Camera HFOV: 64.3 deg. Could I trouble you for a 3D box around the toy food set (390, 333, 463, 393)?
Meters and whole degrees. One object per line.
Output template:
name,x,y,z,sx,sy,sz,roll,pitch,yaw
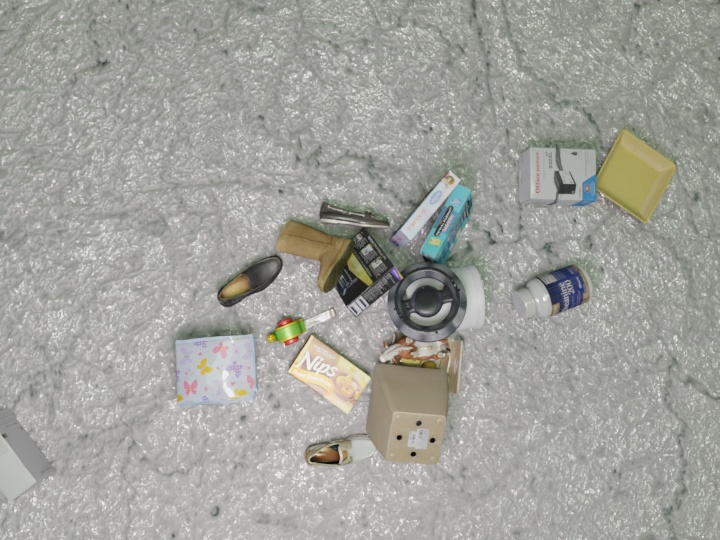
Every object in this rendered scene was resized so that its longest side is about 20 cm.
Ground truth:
toy food set,0.176,0.253,1.554,0.195,0.060,0.147,6,86,-6

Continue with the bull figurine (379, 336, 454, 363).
bull figurine,0.147,0.203,1.484,0.195,0.121,0.067,-4,81,-13

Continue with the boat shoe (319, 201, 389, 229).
boat shoe,-0.015,-0.149,1.556,0.195,0.067,0.059,6,90,-2

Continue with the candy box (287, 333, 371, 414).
candy box,-0.083,0.274,1.525,0.198,0.055,0.117,36,83,-2

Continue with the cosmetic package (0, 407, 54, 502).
cosmetic package,-0.857,0.448,1.399,0.081,0.113,0.201,-39,93,-7

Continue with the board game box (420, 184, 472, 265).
board game box,0.234,-0.110,1.537,0.046,0.151,0.203,26,82,18

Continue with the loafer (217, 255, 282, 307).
loafer,-0.289,0.029,1.510,0.199,0.072,0.073,-38,90,-8

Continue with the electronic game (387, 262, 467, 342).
electronic game,0.164,0.076,1.411,0.195,0.042,0.205,-3,70,7

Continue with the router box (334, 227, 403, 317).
router box,0.000,0.000,1.477,0.156,0.201,0.052,-39,130,4

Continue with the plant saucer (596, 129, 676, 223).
plant saucer,0.784,-0.269,1.663,0.198,0.048,0.202,32,84,-3

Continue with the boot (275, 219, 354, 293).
boot,-0.133,-0.038,1.480,0.196,0.067,0.177,17,53,21

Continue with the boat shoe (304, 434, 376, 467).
boat shoe,-0.048,0.483,1.509,0.195,0.068,0.077,-10,88,-7

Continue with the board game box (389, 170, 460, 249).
board game box,0.164,-0.154,1.509,0.041,0.200,0.201,40,82,-1

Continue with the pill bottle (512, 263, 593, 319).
pill bottle,0.527,0.064,1.580,0.196,0.111,0.113,-19,88,-7

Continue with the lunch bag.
lunch bag,-0.360,0.253,1.463,0.195,0.127,0.174,-6,85,3

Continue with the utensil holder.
utensil holder,0.211,0.082,1.516,0.195,0.170,0.174,-8,87,-5

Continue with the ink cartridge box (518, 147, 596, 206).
ink cartridge box,0.555,-0.264,1.618,0.195,0.084,0.149,1,87,-6

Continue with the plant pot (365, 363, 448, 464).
plant pot,0.126,0.376,1.452,0.195,0.177,0.205,7,107,-5

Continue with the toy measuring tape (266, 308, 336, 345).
toy measuring tape,-0.157,0.148,1.518,0.196,0.074,0.075,-21,89,-7
